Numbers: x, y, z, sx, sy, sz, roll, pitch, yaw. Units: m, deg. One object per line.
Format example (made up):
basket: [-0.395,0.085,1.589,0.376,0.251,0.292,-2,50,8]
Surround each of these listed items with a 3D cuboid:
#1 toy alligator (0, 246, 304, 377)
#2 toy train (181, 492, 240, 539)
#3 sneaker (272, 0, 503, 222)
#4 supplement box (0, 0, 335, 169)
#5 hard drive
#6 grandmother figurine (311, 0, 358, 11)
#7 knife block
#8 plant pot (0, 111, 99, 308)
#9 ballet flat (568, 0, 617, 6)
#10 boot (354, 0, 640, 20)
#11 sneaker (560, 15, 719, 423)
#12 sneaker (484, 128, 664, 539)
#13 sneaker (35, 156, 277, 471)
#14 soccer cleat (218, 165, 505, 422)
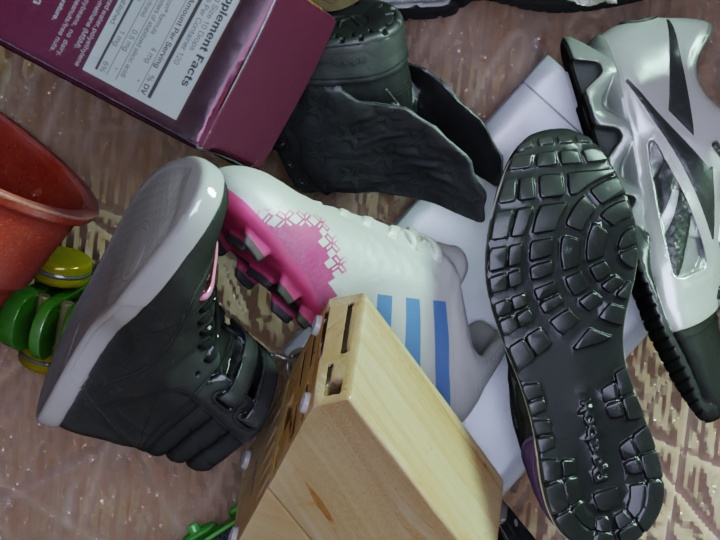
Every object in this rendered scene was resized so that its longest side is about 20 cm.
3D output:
toy alligator: [-0.108,0.035,1.470,0.199,0.054,0.059,15,111,6]
toy train: [-0.116,0.173,1.489,0.200,0.056,0.042,-33,93,-1]
sneaker: [-0.033,-0.078,1.473,0.199,0.060,0.104,2,126,22]
supplement box: [-0.125,-0.130,1.387,0.200,0.110,0.086,28,92,13]
hard drive: [0.075,0.010,1.504,0.132,0.027,0.200,42,91,-4]
grandmother figurine: [-0.033,-0.225,1.447,0.121,0.061,0.200,-25,69,16]
knife block: [0.034,0.111,1.426,0.175,0.200,0.064,16,50,-10]
plant pot: [-0.259,0.001,1.419,0.200,0.201,0.196,32,99,-3]
ballet flat: [0.127,-0.219,1.438,0.072,0.072,0.201,9,64,-3]
boot: [0.076,-0.195,1.478,0.199,0.070,0.132,-3,87,-7]
sneaker: [0.166,-0.028,1.457,0.088,0.074,0.201,-15,92,-2]
sneaker: [0.091,0.032,1.446,0.075,0.088,0.201,-7,96,-11]
sneaker: [-0.073,0.022,1.379,0.099,0.200,0.071,20,50,-13]
soccer cleat: [0.000,0.000,1.427,0.086,0.070,0.200,-48,129,-10]
